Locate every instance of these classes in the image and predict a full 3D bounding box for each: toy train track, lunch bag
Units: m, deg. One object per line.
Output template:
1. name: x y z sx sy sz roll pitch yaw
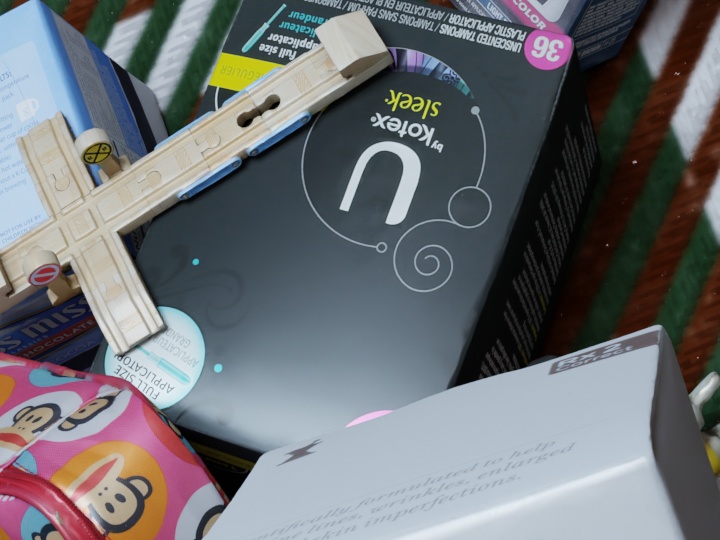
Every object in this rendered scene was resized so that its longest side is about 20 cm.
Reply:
1. toy train track: -0.079 -0.045 0.807 0.199 0.033 0.115 -32 61 3
2. lunch bag: -0.108 0.124 0.806 0.082 0.177 0.199 -42 28 -28

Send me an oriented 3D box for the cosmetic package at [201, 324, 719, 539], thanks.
1. cosmetic package: 0.055 0.151 0.677 0.163 0.165 0.202 -19 98 12

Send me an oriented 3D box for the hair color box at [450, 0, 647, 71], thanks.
1. hair color box: 0.097 -0.183 0.853 0.060 0.201 0.100 -25 65 -36

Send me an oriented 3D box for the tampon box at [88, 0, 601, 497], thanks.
1. tampon box: 0.000 0.000 0.856 0.148 0.126 0.202 15 73 18

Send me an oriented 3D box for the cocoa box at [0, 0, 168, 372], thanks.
1. cocoa box: -0.185 -0.007 0.924 0.198 0.131 0.134 -25 71 10

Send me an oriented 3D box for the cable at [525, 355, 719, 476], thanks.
1. cable: 0.080 0.119 0.846 0.201 0.097 0.050 -59 26 -7

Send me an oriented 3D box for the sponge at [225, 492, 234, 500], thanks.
1. sponge: -0.047 0.139 0.906 0.199 0.030 0.112 26 85 21
